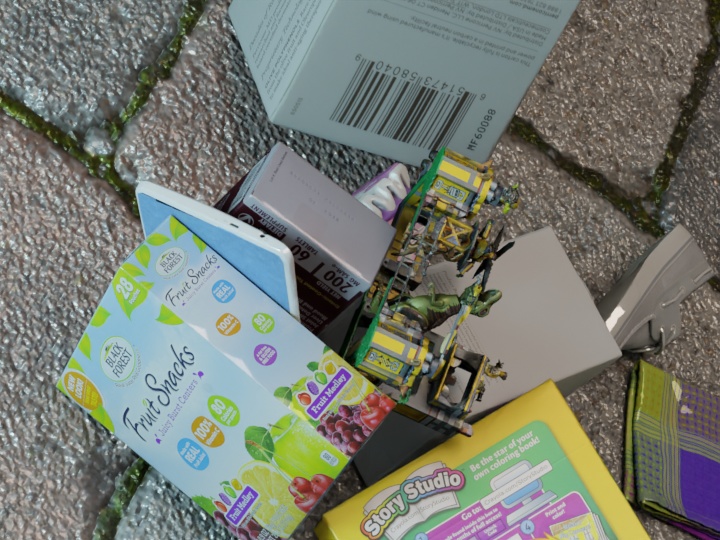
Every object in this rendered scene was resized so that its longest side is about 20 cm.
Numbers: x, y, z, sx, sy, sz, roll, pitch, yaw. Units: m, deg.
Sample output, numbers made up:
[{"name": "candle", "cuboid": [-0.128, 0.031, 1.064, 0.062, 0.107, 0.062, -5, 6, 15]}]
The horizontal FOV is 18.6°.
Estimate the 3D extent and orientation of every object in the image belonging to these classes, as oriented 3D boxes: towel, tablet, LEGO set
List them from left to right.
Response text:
[{"name": "tablet", "cuboid": [-0.090, 0.030, 1.521, 0.129, 0.201, 0.014, 25, 54, 25]}, {"name": "LEGO set", "cuboid": [0.067, 0.024, 1.530, 0.115, 0.154, 0.201, 24, 62, -7]}, {"name": "towel", "cuboid": [0.308, 0.167, 1.864, 0.199, 0.023, 0.145, 24, 53, -22]}]

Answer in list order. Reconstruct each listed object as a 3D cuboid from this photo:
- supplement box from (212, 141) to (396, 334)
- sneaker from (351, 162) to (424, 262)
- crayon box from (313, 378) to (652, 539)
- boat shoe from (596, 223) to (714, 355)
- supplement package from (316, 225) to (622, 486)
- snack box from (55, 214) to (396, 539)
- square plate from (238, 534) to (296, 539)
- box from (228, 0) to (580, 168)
[{"name": "supplement box", "cuboid": [-0.075, 0.005, 1.565, 0.109, 0.200, 0.061, 36, 49, -11]}, {"name": "sneaker", "cuboid": [0.000, 0.000, 1.711, 0.089, 0.080, 0.200, 52, 46, -8]}, {"name": "crayon box", "cuboid": [0.095, 0.203, 1.571, 0.199, 0.058, 0.173, -29, 77, -15]}, {"name": "boat shoe", "cuboid": [0.245, 0.035, 1.873, 0.069, 0.072, 0.200, 46, 37, 0]}, {"name": "supplement package", "cuboid": [0.078, 0.065, 1.693, 0.199, 0.120, 0.122, -17, 72, -40]}, {"name": "snack box", "cuboid": [-0.096, 0.084, 1.506, 0.200, 0.169, 0.068, 40, 51, 4]}, {"name": "square plate", "cuboid": [-0.025, 0.301, 1.541, 0.197, 0.028, 0.201, 29, 50, -17]}, {"name": "box", "cuboid": [0.033, -0.215, 1.750, 0.198, 0.201, 0.172, 15, 31, -27]}]
